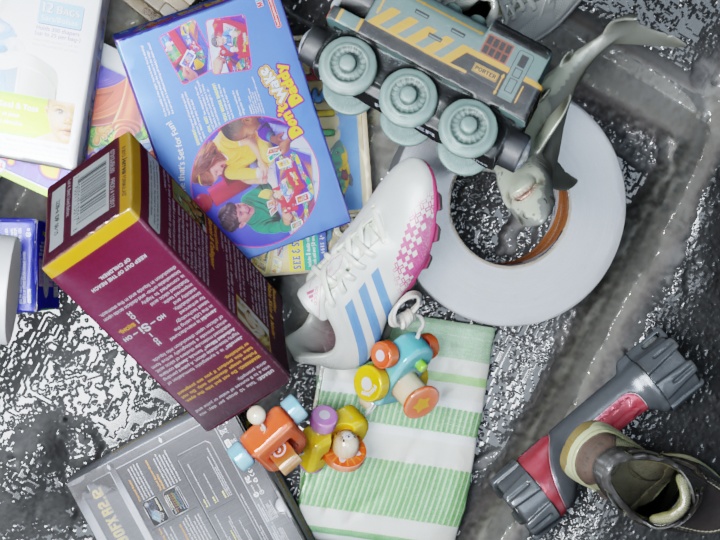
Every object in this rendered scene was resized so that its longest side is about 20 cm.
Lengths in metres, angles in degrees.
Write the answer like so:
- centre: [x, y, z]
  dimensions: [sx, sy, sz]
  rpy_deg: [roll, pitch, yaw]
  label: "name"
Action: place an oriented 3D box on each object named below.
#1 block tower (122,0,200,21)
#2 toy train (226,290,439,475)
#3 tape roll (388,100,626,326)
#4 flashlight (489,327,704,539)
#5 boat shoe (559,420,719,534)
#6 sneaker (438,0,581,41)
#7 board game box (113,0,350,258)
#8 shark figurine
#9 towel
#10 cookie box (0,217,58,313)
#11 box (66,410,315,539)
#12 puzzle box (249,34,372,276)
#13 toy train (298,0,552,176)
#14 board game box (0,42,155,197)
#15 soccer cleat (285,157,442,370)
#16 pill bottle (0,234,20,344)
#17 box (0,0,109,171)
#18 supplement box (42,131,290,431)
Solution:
- centre: [-0.117, -0.287, 1.402]
  dimensions: [0.054, 0.058, 0.201]
  rpy_deg: [38, 90, -5]
  label: "block tower"
- centre: [-0.007, 0.112, 1.363]
  dimensions: [0.199, 0.151, 0.056]
  rpy_deg: [-39, 64, -8]
  label: "toy train"
- centre: [0.120, -0.056, 1.429]
  dimensions: [0.197, 0.066, 0.203]
  rpy_deg: [0, 93, -5]
  label: "tape roll"
- centre: [0.204, 0.142, 1.447]
  dimensions: [0.199, 0.068, 0.068]
  rpy_deg: [-38, 122, -4]
  label: "flashlight"
- centre: [0.250, 0.188, 1.418]
  dimensions: [0.199, 0.065, 0.074]
  rpy_deg: [22, 102, -34]
  label: "boat shoe"
- centre: [0.119, -0.215, 1.398]
  dimensions: [0.199, 0.116, 0.074]
  rpy_deg: [-34, 93, -4]
  label: "sneaker"
- centre: [-0.102, -0.114, 1.363]
  dimensions: [0.133, 0.045, 0.202]
  rpy_deg: [-19, 107, -6]
  label: "board game box"
- centre: [0.166, -0.114, 1.374]
  dimensions: [0.089, 0.128, 0.216]
  rpy_deg: [43, 69, -30]
  label: "shark figurine"
- centre: [0.026, 0.137, 1.452]
  dimensions: [0.151, 0.023, 0.203]
  rpy_deg: [9, 90, -6]
  label: "towel"
- centre: [-0.345, -0.003, 1.336]
  dimensions: [0.197, 0.171, 0.076]
  rpy_deg: [0, 90, -5]
  label: "cookie box"
- centre: [-0.128, 0.223, 1.415]
  dimensions: [0.157, 0.048, 0.202]
  rpy_deg: [-28, 95, 7]
  label: "box"
- centre: [-0.058, -0.097, 1.431]
  dimensions: [0.131, 0.025, 0.203]
  rpy_deg: [-5, 93, -4]
  label: "puzzle box"
- centre: [0.053, -0.155, 1.314]
  dimensions: [0.198, 0.085, 0.115]
  rpy_deg: [28, 82, 7]
  label: "toy train"
- centre: [-0.247, -0.130, 1.401]
  dimensions: [0.198, 0.045, 0.136]
  rpy_deg: [24, 90, -6]
  label: "board game box"
- centre: [0.000, 0.000, 1.356]
  dimensions: [0.085, 0.070, 0.202]
  rpy_deg: [1, 126, -32]
  label: "soccer cleat"
- centre: [-0.344, 0.006, 1.196]
  dimensions: [0.197, 0.112, 0.114]
  rpy_deg: [6, 92, -5]
  label: "pill bottle"
- centre: [-0.256, -0.186, 1.324]
  dimensions: [0.111, 0.101, 0.203]
  rpy_deg: [10, 91, -6]
  label: "box"
- centre: [-0.145, 0.010, 1.288]
  dimensions: [0.085, 0.111, 0.200]
  rpy_deg: [-32, 123, 15]
  label: "supplement box"
